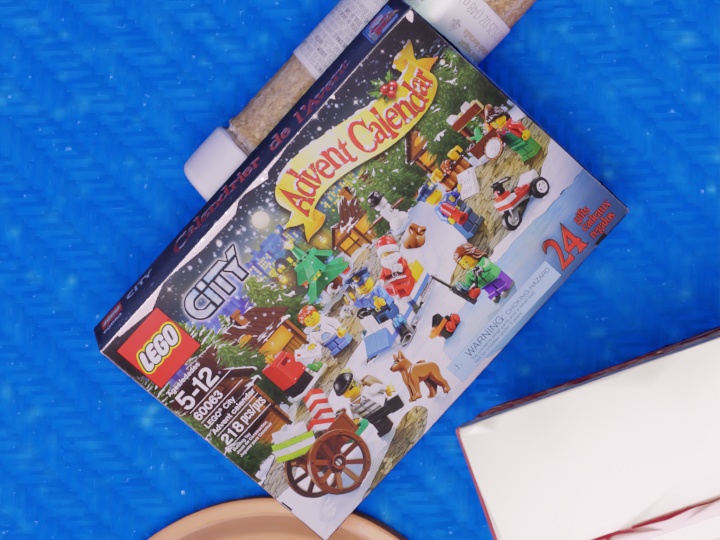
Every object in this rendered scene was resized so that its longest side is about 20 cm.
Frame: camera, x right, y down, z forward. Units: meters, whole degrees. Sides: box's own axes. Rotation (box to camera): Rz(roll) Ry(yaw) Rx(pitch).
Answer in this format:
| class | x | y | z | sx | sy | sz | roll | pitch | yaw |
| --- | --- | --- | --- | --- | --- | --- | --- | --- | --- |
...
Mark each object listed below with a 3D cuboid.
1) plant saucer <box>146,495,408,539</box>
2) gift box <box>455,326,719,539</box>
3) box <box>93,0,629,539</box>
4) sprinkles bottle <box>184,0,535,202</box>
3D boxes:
| class | x | y | z | sx | sy | sz | roll | pitch | yaw |
| --- | --- | --- | --- | --- | --- | --- | --- | --- | --- |
| plant saucer | -0.039 | 0.203 | 1.321 | 0.200 | 0.032 | 0.201 | 0 | 87 | 8 |
| gift box | 0.155 | 0.092 | 1.220 | 0.186 | 0.185 | 0.201 | -19 | 92 | 9 |
| box | 0.000 | 0.000 | 1.271 | 0.137 | 0.038 | 0.200 | 41 | 94 | -18 |
| sprinkles bottle | 0.010 | -0.095 | 1.303 | 0.068 | 0.068 | 0.200 | 44 | 94 | 7 |
